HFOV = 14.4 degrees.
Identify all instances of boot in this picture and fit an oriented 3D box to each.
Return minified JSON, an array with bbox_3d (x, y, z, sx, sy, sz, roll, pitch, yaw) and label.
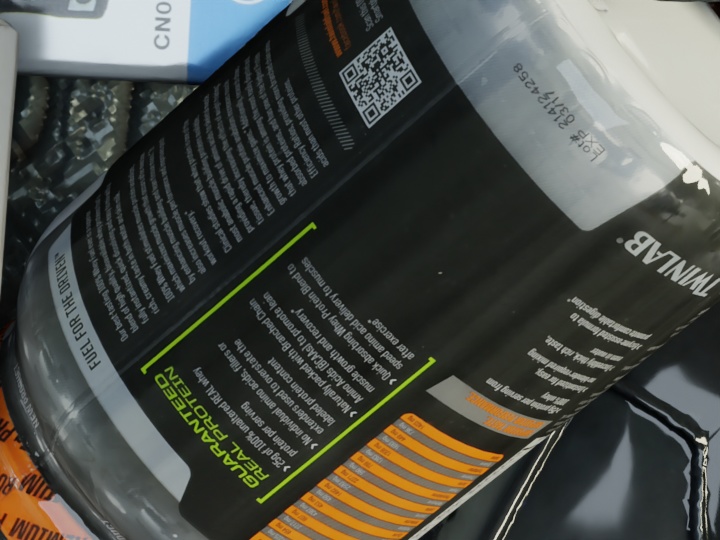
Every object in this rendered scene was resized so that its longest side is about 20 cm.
[{"bbox_3d":[0.103,0.096,0.748,0.167,0.076,0.201,25,86,14],"label":"boot"}]

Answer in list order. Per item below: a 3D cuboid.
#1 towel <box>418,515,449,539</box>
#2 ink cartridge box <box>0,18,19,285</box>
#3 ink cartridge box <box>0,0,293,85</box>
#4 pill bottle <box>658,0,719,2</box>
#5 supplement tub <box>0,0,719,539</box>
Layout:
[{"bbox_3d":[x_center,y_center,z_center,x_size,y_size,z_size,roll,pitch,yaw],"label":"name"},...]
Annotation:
[{"bbox_3d":[0.016,0.087,0.823,0.191,0.035,0.201,10,96,0],"label":"towel"},{"bbox_3d":[-0.151,0.044,0.717,0.084,0.146,0.201,9,73,-23],"label":"ink cartridge box"},{"bbox_3d":[-0.097,-0.126,0.771,0.199,0.084,0.146,3,96,-2],"label":"ink cartridge box"},{"bbox_3d":[0.074,-0.167,0.630,0.111,0.112,0.201,2,68,-2],"label":"pill bottle"},{"bbox_3d":[0.000,0.000,0.703,0.200,0.123,0.123,-39,95,22],"label":"supplement tub"}]
